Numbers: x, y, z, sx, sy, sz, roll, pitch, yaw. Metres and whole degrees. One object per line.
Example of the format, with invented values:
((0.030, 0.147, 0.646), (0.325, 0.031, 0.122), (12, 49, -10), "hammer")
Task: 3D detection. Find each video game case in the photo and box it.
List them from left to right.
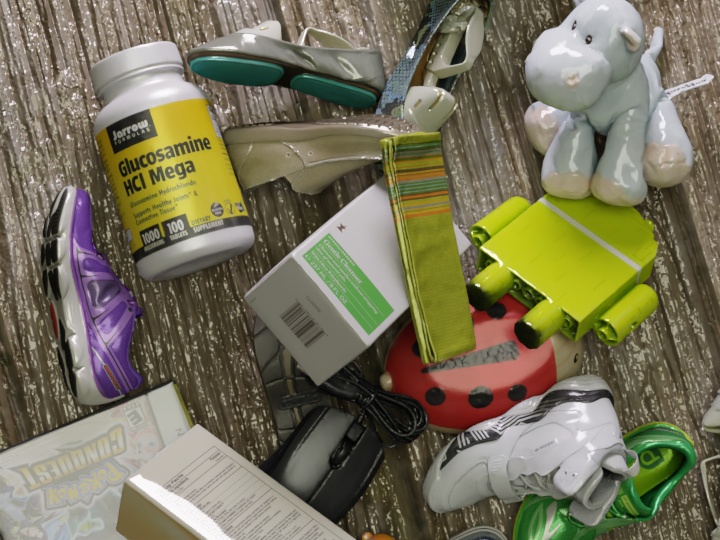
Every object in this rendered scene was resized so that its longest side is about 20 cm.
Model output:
((-0.228, 0.221, 1.597), (0.199, 0.026, 0.182), (-22, 86, -7), "video game case")

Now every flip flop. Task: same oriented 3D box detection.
((-0.051, 0.099, 1.615), (0.081, 0.058, 0.201), (-9, 100, 2), "flip flop")

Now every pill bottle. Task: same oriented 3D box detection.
((-0.178, -0.100, 1.595), (0.112, 0.112, 0.201), (-19, 85, -7), "pill bottle")

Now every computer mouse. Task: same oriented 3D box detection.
((-0.041, 0.179, 1.575), (0.138, 0.053, 0.201), (33, 100, -15), "computer mouse")

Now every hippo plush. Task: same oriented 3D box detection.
((0.235, -0.165, 1.591), (0.200, 0.161, 0.159), (-36, 57, -6), "hippo plush")

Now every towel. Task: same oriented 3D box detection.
((0.064, -0.022, 1.540), (0.018, 0.086, 0.201), (-9, 93, 37), "towel")

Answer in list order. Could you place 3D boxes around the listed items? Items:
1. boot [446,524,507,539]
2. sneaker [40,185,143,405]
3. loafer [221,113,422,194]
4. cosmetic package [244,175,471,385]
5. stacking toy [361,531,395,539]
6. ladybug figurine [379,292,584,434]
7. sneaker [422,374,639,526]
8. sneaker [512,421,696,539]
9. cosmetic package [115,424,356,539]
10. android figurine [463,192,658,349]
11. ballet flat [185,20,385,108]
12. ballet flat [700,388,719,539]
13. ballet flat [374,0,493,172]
((0.065, 0.311, 1.578), (0.073, 0.090, 0.200), (45, 82, 1), "boot")
((-0.244, 0.021, 1.607), (0.083, 0.081, 0.201), (-10, 91, -22), "sneaker")
((-0.033, -0.106, 1.613), (0.199, 0.076, 0.069), (1, 102, 26), "loafer")
((0.000, 0.000, 1.560), (0.108, 0.085, 0.200), (48, 43, -2), "cosmetic package")
((-0.051, 0.295, 1.575), (0.199, 0.110, 0.117), (-30, 91, -19), "stacking toy")
((0.115, 0.082, 1.619), (0.199, 0.072, 0.137), (-17, 85, -6), "ladybug figurine")
((0.155, 0.184, 1.574), (0.199, 0.075, 0.115), (-31, 46, 6), "sneaker")
((0.223, 0.206, 1.606), (0.200, 0.084, 0.074), (-36, 97, -7), "sneaker")
((-0.103, 0.233, 1.507), (0.200, 0.071, 0.105), (34, 43, 21), "cosmetic package")
((0.192, -0.009, 1.616), (0.182, 0.041, 0.200), (36, 54, 23), "android figurine")
((-0.069, -0.199, 1.627), (0.199, 0.067, 0.064), (10, 72, -24), "ballet flat")
((0.350, 0.167, 1.635), (0.071, 0.072, 0.202), (1, 83, -5), "ballet flat")
((0.070, -0.183, 1.642), (0.074, 0.074, 0.201), (21, 83, -2), "ballet flat")
